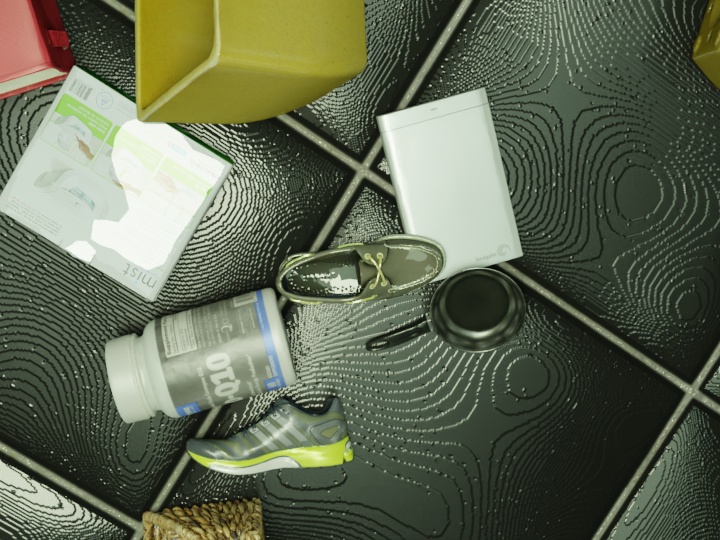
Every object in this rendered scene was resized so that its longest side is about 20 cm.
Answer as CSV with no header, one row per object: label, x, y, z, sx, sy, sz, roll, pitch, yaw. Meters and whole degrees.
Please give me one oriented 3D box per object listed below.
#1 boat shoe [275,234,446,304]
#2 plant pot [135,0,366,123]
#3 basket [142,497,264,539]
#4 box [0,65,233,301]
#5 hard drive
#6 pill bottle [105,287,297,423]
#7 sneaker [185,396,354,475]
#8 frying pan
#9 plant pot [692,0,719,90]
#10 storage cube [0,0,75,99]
boat shoe,0.000,0.003,1.224,0.198,0.060,0.073,-7,98,5
plant pot,-0.104,-0.261,1.102,0.197,0.193,0.199,4,77,-34
basket,-0.175,0.382,1.230,0.146,0.143,0.204,-6,98,-6
box,-0.266,-0.095,1.177,0.198,0.097,0.178,30,95,-9
hard drive,0.105,-0.098,1.250,0.130,0.027,0.203,-15,100,-3
pill bottle,-0.179,0.099,1.205,0.197,0.114,0.116,-16,99,-3
sneaker,-0.107,0.190,1.254,0.196,0.074,0.082,-3,92,-13
frying pan,0.111,0.067,1.271,0.189,0.031,0.115,-39,110,21
plant pot,0.489,-0.267,1.189,0.197,0.196,0.197,17,96,-1
storage cube,-0.413,-0.266,1.100,0.197,0.171,0.183,-17,99,-3
